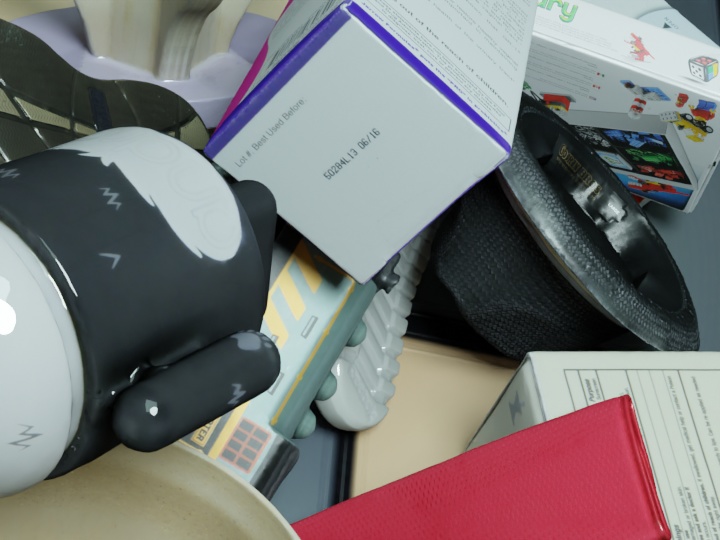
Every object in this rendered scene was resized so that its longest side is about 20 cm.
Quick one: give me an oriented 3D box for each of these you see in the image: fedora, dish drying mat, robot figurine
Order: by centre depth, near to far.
[{"bbox_3d":[-0.120,0.015,0.636,0.200,0.150,0.125,-27,94,-48],"label":"robot figurine"},{"bbox_3d":[0.043,0.125,0.728,0.018,0.200,0.077,36,35,-52],"label":"dish drying mat"},{"bbox_3d":[0.099,-0.007,0.854,0.201,0.092,0.201,44,21,-22],"label":"fedora"}]

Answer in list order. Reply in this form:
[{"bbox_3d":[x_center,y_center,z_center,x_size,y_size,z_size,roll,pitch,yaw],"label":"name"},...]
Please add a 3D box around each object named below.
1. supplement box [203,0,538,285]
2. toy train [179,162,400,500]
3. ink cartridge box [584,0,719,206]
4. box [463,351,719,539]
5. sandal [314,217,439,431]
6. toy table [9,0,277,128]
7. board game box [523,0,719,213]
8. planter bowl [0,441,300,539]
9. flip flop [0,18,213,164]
[{"bbox_3d":[0.013,-0.101,0.770,0.103,0.101,0.200,40,30,-15],"label":"supplement box"},{"bbox_3d":[-0.063,0.036,0.774,0.114,0.085,0.200,31,75,-2],"label":"toy train"},{"bbox_3d":[0.142,-0.114,1.003,0.200,0.047,0.160,-32,69,-35],"label":"ink cartridge box"},{"bbox_3d":[0.169,0.121,0.798,0.200,0.109,0.128,1,56,-17],"label":"box"},{"bbox_3d":[-0.003,-0.005,0.871,0.050,0.082,0.203,-10,46,29],"label":"sandal"},{"bbox_3d":[-0.114,-0.158,0.886,0.200,0.117,0.184,-12,39,-30],"label":"toy table"},{"bbox_3d":[0.116,-0.108,0.915,0.200,0.126,0.035,21,65,6],"label":"board game box"},{"bbox_3d":[-0.124,0.174,0.632,0.200,0.135,0.200,12,33,-8],"label":"planter bowl"},{"bbox_3d":[-0.157,-0.071,0.789,0.200,0.058,0.081,11,62,-49],"label":"flip flop"}]
